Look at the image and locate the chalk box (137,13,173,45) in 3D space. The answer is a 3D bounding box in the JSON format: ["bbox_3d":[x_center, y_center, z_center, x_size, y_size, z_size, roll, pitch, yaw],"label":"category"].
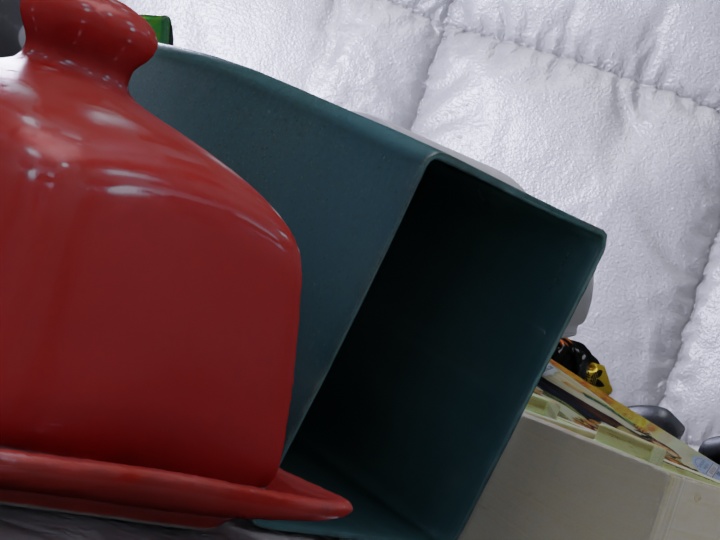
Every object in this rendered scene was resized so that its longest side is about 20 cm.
[{"bbox_3d":[-0.176,-0.084,1.203,0.198,0.125,0.124,4,-14,-4],"label":"chalk box"}]

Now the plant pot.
[{"bbox_3d":[-0.039,-0.006,0.757,0.199,0.142,0.141,31,6,35],"label":"plant pot"}]

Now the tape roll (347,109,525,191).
[{"bbox_3d":[0.015,0.003,1.350,0.202,0.204,0.139,18,-1,45],"label":"tape roll"}]

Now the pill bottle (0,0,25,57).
[{"bbox_3d":[-0.175,-0.103,1.024,0.200,0.114,0.113,39,-11,-31],"label":"pill bottle"}]

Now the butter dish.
[{"bbox_3d":[-0.104,-0.015,0.593,0.198,0.149,0.199,20,0,35],"label":"butter dish"}]

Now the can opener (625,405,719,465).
[{"bbox_3d":[0.195,0.107,1.108,0.067,0.053,0.200,47,-27,-10],"label":"can opener"}]

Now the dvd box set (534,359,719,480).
[{"bbox_3d":[0.140,0.103,0.992,0.199,0.030,0.146,33,12,16],"label":"dvd box set"}]

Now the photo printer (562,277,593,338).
[{"bbox_3d":[0.000,0.000,1.036,0.198,0.070,0.166,1,3,-28],"label":"photo printer"}]

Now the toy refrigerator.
[{"bbox_3d":[0.080,0.091,0.788,0.075,0.071,0.200,19,-1,-32],"label":"toy refrigerator"}]

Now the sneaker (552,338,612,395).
[{"bbox_3d":[0.114,0.054,1.208,0.089,0.070,0.200,16,-15,16],"label":"sneaker"}]
